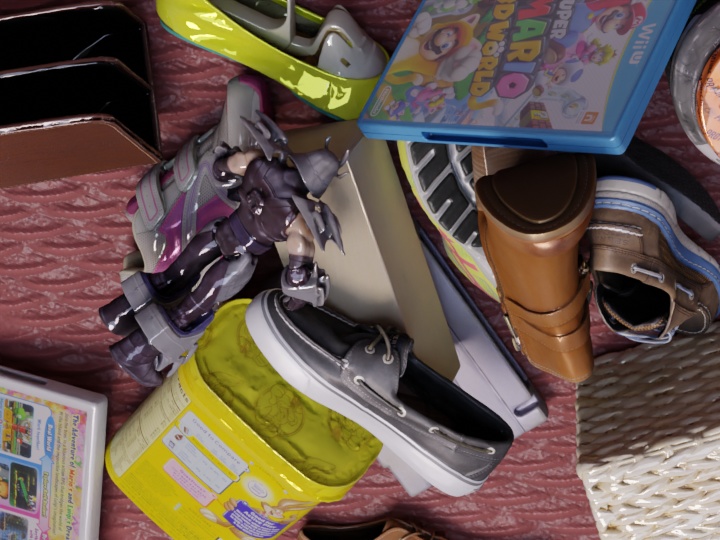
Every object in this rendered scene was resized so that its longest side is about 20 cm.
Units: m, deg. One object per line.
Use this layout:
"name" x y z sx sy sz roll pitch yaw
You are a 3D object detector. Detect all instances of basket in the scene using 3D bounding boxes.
"basket" 0.260 0.142 1.342 0.199 0.198 0.161 -16 109 12

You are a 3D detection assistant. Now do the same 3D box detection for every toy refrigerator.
"toy refrigerator" 0.000 0.000 1.326 0.076 0.070 0.201 -7 118 26

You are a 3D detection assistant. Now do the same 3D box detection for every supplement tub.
"supplement tub" 0.253 -0.135 1.222 0.122 0.200 0.123 2 114 4

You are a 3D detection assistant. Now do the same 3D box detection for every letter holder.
"letter holder" -0.249 -0.116 1.286 0.199 0.142 0.101 -9 82 8

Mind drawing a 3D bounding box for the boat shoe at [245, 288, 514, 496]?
"boat shoe" 0.017 0.069 1.278 0.200 0.070 0.066 41 121 -6

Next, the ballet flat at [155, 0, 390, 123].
"ballet flat" -0.043 -0.157 1.305 0.199 0.067 0.067 25 134 -3

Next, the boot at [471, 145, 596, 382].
"boot" 0.118 0.001 1.204 0.073 0.200 0.155 -13 108 2

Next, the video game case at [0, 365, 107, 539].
"video game case" -0.280 0.163 1.462 0.181 0.024 0.201 14 114 16

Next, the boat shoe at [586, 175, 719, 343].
"boat shoe" 0.191 0.009 1.309 0.072 0.073 0.200 7 160 32

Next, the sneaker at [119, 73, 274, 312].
"sneaker" -0.117 -0.048 1.353 0.088 0.081 0.201 18 113 -5

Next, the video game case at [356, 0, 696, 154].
"video game case" 0.106 -0.139 1.222 0.199 0.144 0.018 7 149 40

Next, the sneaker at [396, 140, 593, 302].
"sneaker" 0.076 -0.041 1.336 0.078 0.090 0.200 -39 113 -16

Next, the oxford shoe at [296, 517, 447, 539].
"oxford shoe" 0.045 0.223 1.463 0.199 0.071 0.072 1 108 6

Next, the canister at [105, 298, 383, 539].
"canister" -0.088 0.122 1.368 0.148 0.087 0.200 42 143 -2

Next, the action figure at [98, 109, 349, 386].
"action figure" -0.081 -0.015 1.238 0.200 0.130 0.069 -41 142 16

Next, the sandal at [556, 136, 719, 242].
"sandal" 0.160 -0.076 1.327 0.200 0.076 0.043 32 110 2

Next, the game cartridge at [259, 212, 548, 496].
"game cartridge" 0.031 0.059 1.414 0.129 0.038 0.200 -30 108 20
